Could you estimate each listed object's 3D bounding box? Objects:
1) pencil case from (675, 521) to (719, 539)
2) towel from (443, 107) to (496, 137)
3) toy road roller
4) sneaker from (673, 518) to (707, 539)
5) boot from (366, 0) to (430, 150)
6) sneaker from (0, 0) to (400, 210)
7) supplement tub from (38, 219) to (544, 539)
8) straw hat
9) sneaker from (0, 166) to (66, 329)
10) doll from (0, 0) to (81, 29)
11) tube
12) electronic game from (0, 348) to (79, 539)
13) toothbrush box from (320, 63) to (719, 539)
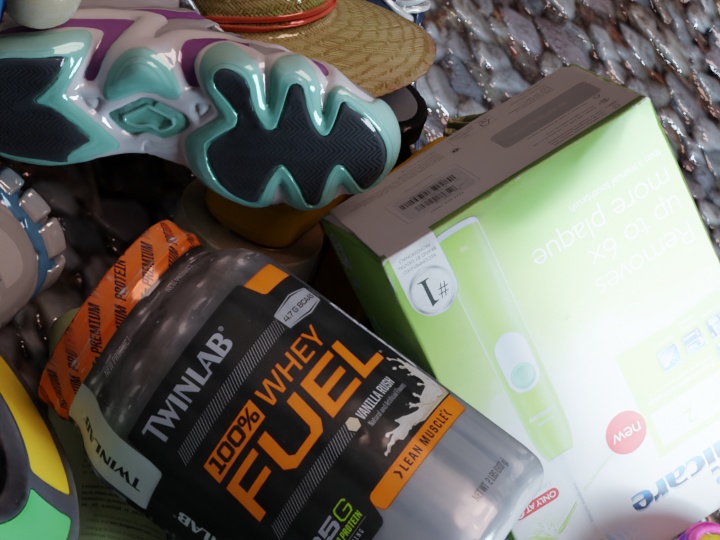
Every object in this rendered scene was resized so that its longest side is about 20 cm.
[{"bbox_3d":[0.118,0.201,1.203,0.088,0.200,0.089,30,34,-23],"label":"pencil case"},{"bbox_3d":[0.093,0.015,1.318,0.036,0.148,0.202,-9,96,-25],"label":"towel"},{"bbox_3d":[0.000,0.000,1.258,0.145,0.123,0.200,33,36,14],"label":"toy road roller"},{"bbox_3d":[0.142,0.092,1.415,0.201,0.077,0.085,57,33,5],"label":"sneaker"},{"bbox_3d":[0.008,-0.139,1.443,0.072,0.090,0.201,9,55,-43],"label":"boot"},{"bbox_3d":[-0.075,-0.100,1.181,0.198,0.078,0.140,12,33,-2],"label":"sneaker"},{"bbox_3d":[-0.032,0.074,1.101,0.199,0.123,0.123,35,37,6],"label":"supplement tub"},{"bbox_3d":[-0.059,-0.151,1.289,0.201,0.200,0.086,-35,132,-53],"label":"straw hat"},{"bbox_3d":[-0.218,-0.045,1.135,0.200,0.075,0.087,43,37,-12],"label":"sneaker"},{"bbox_3d":[-0.206,-0.111,1.075,0.199,0.049,0.136,-8,28,-32],"label":"doll"},{"bbox_3d":[-0.115,0.113,1.148,0.058,0.052,0.201,-5,59,-1],"label":"tube"},{"bbox_3d":[-0.189,0.049,1.023,0.200,0.042,0.200,43,18,-17],"label":"electronic game"},{"bbox_3d":[0.094,0.031,1.190,0.201,0.145,0.086,64,-12,-24],"label":"toothbrush box"}]
